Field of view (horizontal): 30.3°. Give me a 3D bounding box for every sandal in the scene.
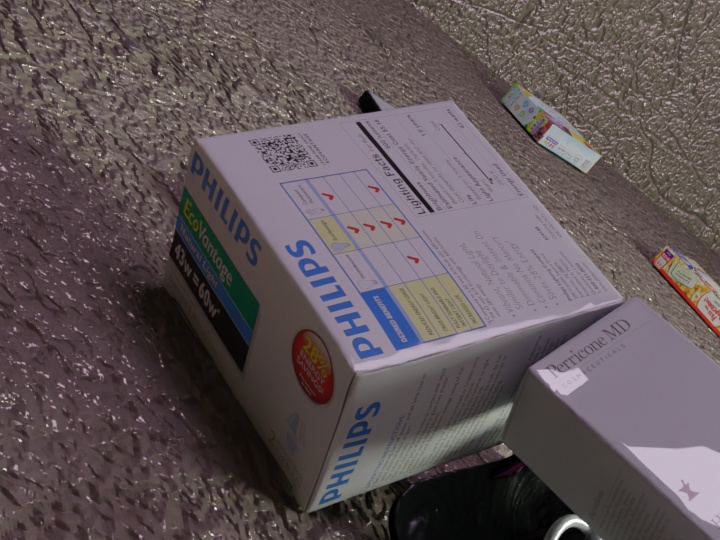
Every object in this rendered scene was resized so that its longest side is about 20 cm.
[{"bbox_3d":[0.113,0.134,0.807,0.198,0.048,0.076,-19,76,-24],"label":"sandal"}]

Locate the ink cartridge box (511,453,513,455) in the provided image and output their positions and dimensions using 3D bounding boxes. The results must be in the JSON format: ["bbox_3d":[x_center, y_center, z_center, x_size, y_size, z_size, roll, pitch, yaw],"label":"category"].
[{"bbox_3d":[0.160,0.137,0.947,0.076,0.137,0.200,46,17,8],"label":"ink cartridge box"}]

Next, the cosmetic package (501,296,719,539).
[{"bbox_3d":[0.183,0.116,0.727,0.101,0.075,0.200,-29,58,-32],"label":"cosmetic package"}]

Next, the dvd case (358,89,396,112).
[{"bbox_3d":[0.085,-0.137,1.666,0.150,0.025,0.201,29,21,-38],"label":"dvd case"}]

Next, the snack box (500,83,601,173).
[{"bbox_3d":[0.384,-0.285,2.676,0.199,0.053,0.143,23,24,-49],"label":"snack box"}]

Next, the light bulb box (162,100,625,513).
[{"bbox_3d":[0.014,0.012,0.814,0.198,0.126,0.199,-12,50,-33],"label":"light bulb box"}]

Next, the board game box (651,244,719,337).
[{"bbox_3d":[0.634,0.050,2.422,0.151,0.046,0.201,19,28,-54],"label":"board game box"}]

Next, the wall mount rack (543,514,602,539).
[{"bbox_3d":[0.171,0.233,0.785,0.074,0.176,0.200,0,-29,40],"label":"wall mount rack"}]
